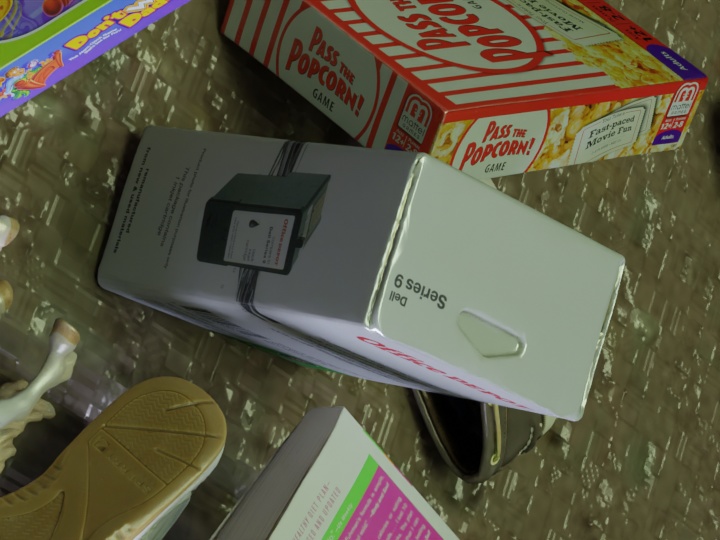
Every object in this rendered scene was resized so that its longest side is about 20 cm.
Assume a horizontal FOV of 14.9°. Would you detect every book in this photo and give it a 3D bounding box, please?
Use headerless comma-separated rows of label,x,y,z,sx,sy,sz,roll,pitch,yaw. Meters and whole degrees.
book,0.011,0.176,1.228,0.200,0.048,0.134,51,58,-25

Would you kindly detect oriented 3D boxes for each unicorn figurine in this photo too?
unicorn figurine,-0.196,0.035,1.159,0.137,0.074,0.200,-50,127,-22

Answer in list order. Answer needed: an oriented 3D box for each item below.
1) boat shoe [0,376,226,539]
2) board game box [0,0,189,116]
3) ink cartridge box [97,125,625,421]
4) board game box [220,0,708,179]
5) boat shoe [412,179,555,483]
boat shoe,-0.138,0.131,1.219,0.200,0.071,0.069,-36,158,-22
board game box,-0.148,-0.180,1.124,0.201,0.134,0.045,62,10,15
ink cartridge box,0.000,0.000,1.264,0.146,0.199,0.084,24,80,-41
board game box,0.054,-0.107,1.368,0.199,0.151,0.046,-11,131,-45
boat shoe,0.043,0.014,1.407,0.060,0.072,0.201,-42,122,-41
